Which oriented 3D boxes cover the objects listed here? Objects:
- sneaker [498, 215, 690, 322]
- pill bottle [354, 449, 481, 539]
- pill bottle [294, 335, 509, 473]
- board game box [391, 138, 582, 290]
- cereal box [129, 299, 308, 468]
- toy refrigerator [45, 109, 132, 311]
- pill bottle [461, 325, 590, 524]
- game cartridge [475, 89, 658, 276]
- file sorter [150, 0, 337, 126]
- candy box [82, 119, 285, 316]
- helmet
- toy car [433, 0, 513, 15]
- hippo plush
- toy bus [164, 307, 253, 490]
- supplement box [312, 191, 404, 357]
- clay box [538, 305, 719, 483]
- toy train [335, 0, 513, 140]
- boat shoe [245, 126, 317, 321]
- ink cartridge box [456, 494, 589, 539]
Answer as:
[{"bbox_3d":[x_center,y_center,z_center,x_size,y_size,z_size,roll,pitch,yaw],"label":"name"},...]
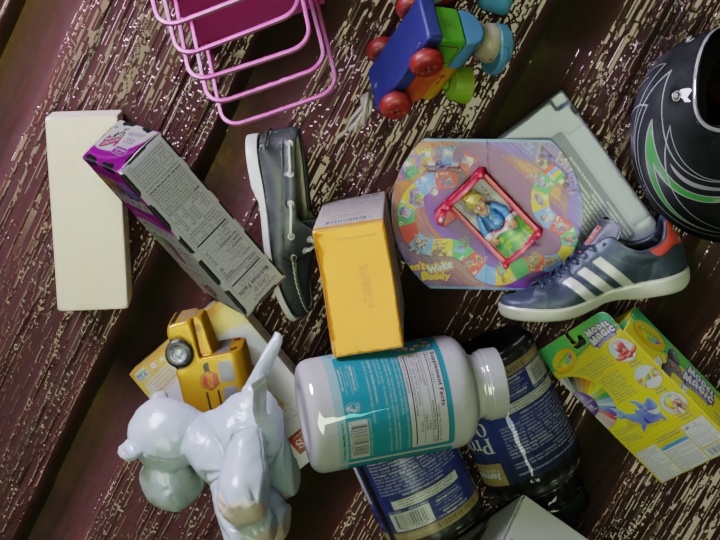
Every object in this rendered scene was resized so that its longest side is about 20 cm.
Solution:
[{"bbox_3d":[0.231,-0.006,1.479,0.198,0.075,0.085,-14,103,-4],"label":"sneaker"},{"bbox_3d":[0.042,0.183,1.534,0.111,0.112,0.202,-23,100,7],"label":"pill bottle"},{"bbox_3d":[0.041,0.126,1.413,0.198,0.111,0.112,-9,102,-10],"label":"pill bottle"},{"bbox_3d":[0.128,-0.053,1.491,0.197,0.039,0.160,2,104,7],"label":"board game box"},{"bbox_3d":[-0.132,0.141,1.578,0.144,0.040,0.200,-39,97,10],"label":"cereal box"},{"bbox_3d":[-0.283,-0.064,1.532,0.075,0.070,0.202,-3,102,-4],"label":"toy refrigerator"},{"bbox_3d":[0.165,0.170,1.532,0.111,0.112,0.202,-23,99,8],"label":"pill bottle"},{"bbox_3d":[0.214,-0.069,1.520,0.133,0.041,0.201,-36,97,6],"label":"game cartridge"},{"bbox_3d":[-0.113,-0.248,1.398,0.138,0.200,0.127,-19,64,7],"label":"file sorter"},{"bbox_3d":[-0.177,-0.054,1.458,0.061,0.136,0.200,-44,116,-11],"label":"candy box"},{"bbox_3d":[0.356,-0.128,1.421,0.189,0.200,0.202,24,103,21],"label":"helmet"},{"bbox_3d":[0.078,-0.341,1.384,0.182,0.200,0.179,16,99,0],"label":"toy car"},{"bbox_3d":[-0.156,0.186,1.421,0.159,0.160,0.202,0,122,12],"label":"hippo plush"},{"bbox_3d":[-0.146,0.139,1.525,0.077,0.065,0.202,-11,101,5],"label":"toy bus"},{"bbox_3d":[0.000,0.000,1.460,0.073,0.200,0.128,-9,100,3],"label":"supplement box"},{"bbox_3d":[0.291,0.122,1.520,0.200,0.048,0.115,46,136,-7],"label":"clay box"},{"bbox_3d":[0.064,-0.190,1.484,0.115,0.200,0.085,3,59,-26],"label":"toy train"},{"bbox_3d":[-0.071,-0.049,1.519,0.060,0.076,0.202,-11,102,11],"label":"boat shoe"},{"bbox_3d":[0.171,0.332,1.522,0.145,0.084,0.200,34,146,-4],"label":"ink cartridge box"}]
